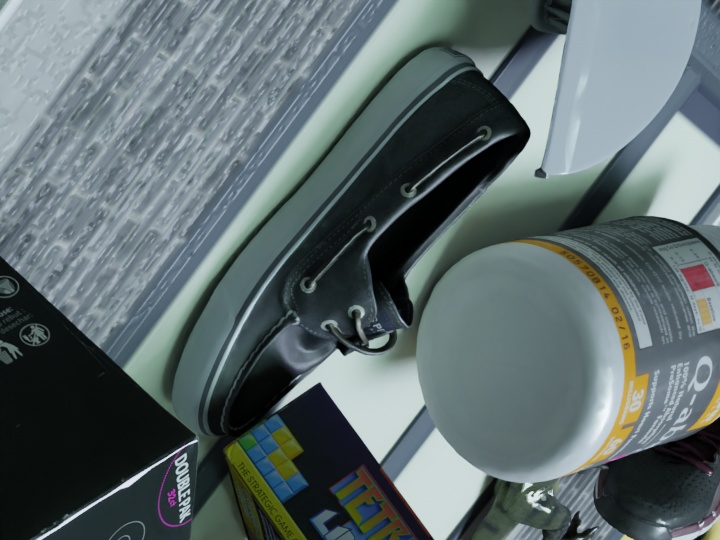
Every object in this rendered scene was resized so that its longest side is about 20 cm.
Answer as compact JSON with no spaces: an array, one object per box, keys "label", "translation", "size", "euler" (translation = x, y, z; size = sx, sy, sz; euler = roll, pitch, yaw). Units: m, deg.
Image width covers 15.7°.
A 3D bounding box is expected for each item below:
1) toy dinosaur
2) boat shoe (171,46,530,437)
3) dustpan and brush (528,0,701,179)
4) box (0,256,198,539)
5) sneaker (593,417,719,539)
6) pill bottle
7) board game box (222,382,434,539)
[{"label":"toy dinosaur","translation":[0.105,0.126,1.476],"size":[0.088,0.047,0.200],"euler":[2,125,-41]},{"label":"boat shoe","translation":[0.000,0.000,1.118],"size":[0.200,0.066,0.070],"euler":[-51,154,1]},{"label":"dustpan and brush","translation":[0.122,-0.116,1.172],"size":[0.200,0.057,0.140],"euler":[-7,109,-54]},{"label":"box","translation":[-0.157,0.123,0.970],"size":[0.148,0.124,0.200],"euler":[-32,147,-32]},{"label":"sneaker","translation":[0.211,0.078,1.563],"size":[0.200,0.075,0.116],"euler":[-33,146,-51]},{"label":"pill bottle","translation":[0.127,0.034,1.307],"size":[0.200,0.116,0.117],"euler":[-11,134,-52]},{"label":"board game box","translation":[0.011,0.153,1.173],"size":[0.057,0.166,0.200],"euler":[-33,166,-9]}]
